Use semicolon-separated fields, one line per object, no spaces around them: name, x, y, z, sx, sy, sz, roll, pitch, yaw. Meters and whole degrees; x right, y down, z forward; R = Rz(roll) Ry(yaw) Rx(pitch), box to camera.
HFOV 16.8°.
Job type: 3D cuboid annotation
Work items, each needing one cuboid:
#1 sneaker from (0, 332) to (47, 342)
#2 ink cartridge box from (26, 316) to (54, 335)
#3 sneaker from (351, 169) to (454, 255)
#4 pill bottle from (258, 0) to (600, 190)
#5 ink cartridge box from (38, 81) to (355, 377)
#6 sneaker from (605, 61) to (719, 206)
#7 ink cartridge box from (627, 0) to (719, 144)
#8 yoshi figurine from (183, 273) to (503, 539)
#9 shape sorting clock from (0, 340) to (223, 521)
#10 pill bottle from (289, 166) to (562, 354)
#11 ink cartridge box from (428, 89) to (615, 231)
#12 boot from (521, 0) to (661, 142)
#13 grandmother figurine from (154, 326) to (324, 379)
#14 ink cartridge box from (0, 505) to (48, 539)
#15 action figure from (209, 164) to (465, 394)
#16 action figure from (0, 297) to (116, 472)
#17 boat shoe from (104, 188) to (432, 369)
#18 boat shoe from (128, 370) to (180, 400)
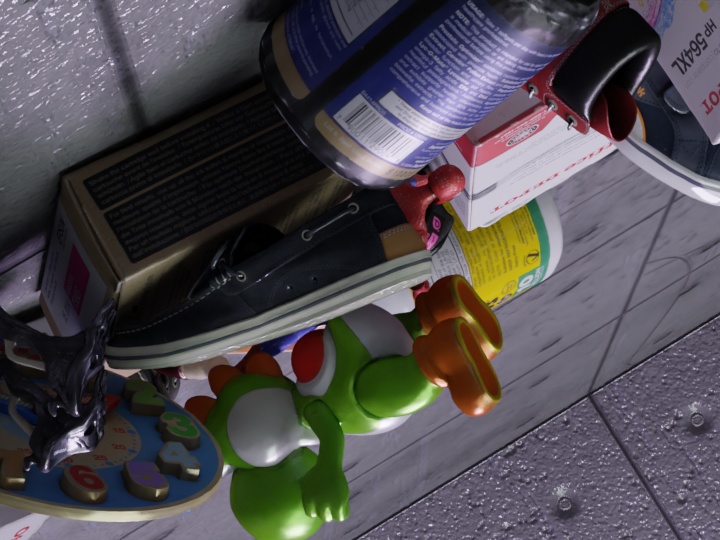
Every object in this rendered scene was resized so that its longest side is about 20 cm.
sneaker;-0.248;0.102;1.397;0.199;0.099;0.070;-24;124;-23
ink cartridge box;-0.269;0.085;1.506;0.199;0.037;0.095;-19;162;-35
sneaker;0.019;-0.046;1.572;0.077;0.084;0.200;-57;168;9
pill bottle;0.051;-0.139;1.247;0.200;0.112;0.112;-38;167;29
ink cartridge box;-0.097;-0.022;1.427;0.164;0.075;0.200;-26;167;-20
sneaker;0.162;-0.122;1.402;0.079;0.200;0.079;-50;-178;38
ink cartridge box;0.219;-0.177;1.311;0.125;0.201;0.129;-26;166;-27
yoshi figurine;-0.008;0.091;1.398;0.199;0.113;0.112;-26;155;18
shape sorting clock;-0.170;0.083;1.328;0.200;0.199;0.040;-11;119;-59
pill bottle;0.036;-0.005;1.738;0.199;0.113;0.113;-27;167;-25
ink cartridge box;0.111;-0.117;1.554;0.146;0.083;0.200;-31;167;-7
boot;0.080;-0.109;1.364;0.072;0.145;0.200;-23;167;-41
grandmother figurine;-0.097;0.035;1.562;0.198;0.061;0.121;-10;-156;5
ink cartridge box;-0.328;0.189;1.653;0.199;0.085;0.146;-22;165;-40
action figure;0.000;0.000;1.426;0.200;0.066;0.099;-39;157;30
action figure;-0.223;0.035;1.236;0.119;0.199;0.102;94;12;-46
boat shoe;-0.056;0.007;1.337;0.199;0.063;0.075;-21;176;23
boat shoe;-0.158;0.075;1.685;0.066;0.072;0.201;-36;175;-12
